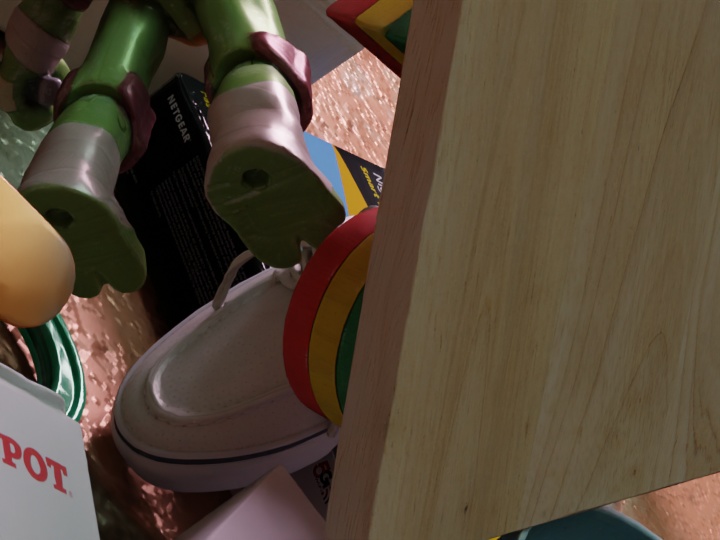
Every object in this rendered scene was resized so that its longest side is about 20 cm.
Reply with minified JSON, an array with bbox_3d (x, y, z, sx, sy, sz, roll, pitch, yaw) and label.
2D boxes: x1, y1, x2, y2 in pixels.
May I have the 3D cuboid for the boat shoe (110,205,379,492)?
[{"bbox_3d":[0.003,0.003,0.823,0.086,0.201,0.075,75,-11,-56],"label":"boat shoe"}]

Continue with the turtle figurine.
[{"bbox_3d":[-0.048,-0.065,0.814,0.143,0.200,0.195,13,46,-10],"label":"turtle figurine"}]

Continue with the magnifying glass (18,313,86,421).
[{"bbox_3d":[-0.160,-0.024,0.791,0.200,0.022,0.080,55,24,-3],"label":"magnifying glass"}]

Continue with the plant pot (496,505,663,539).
[{"bbox_3d":[0.061,0.193,0.763,0.200,0.135,0.201,41,26,-26],"label":"plant pot"}]

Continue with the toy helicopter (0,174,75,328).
[{"bbox_3d":[-0.154,-0.031,0.580,0.200,0.132,0.079,32,67,-48],"label":"toy helicopter"}]

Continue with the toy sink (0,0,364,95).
[{"bbox_3d":[-0.104,-0.156,0.959,0.200,0.112,0.131,37,28,-45],"label":"toy sink"}]

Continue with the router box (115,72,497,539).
[{"bbox_3d":[-0.012,0.032,0.947,0.149,0.051,0.201,22,39,-54],"label":"router box"}]

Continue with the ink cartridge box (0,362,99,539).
[{"bbox_3d":[-0.116,0.115,0.542,0.146,0.083,0.201,38,33,-56],"label":"ink cartridge box"}]

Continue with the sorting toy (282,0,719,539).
[{"bbox_3d":[0.061,-0.031,0.736,0.069,0.201,0.198,25,23,39],"label":"sorting toy"}]

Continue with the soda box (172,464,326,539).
[{"bbox_3d":[-0.057,0.132,0.714,0.068,0.064,0.200,53,24,-2],"label":"soda box"}]
